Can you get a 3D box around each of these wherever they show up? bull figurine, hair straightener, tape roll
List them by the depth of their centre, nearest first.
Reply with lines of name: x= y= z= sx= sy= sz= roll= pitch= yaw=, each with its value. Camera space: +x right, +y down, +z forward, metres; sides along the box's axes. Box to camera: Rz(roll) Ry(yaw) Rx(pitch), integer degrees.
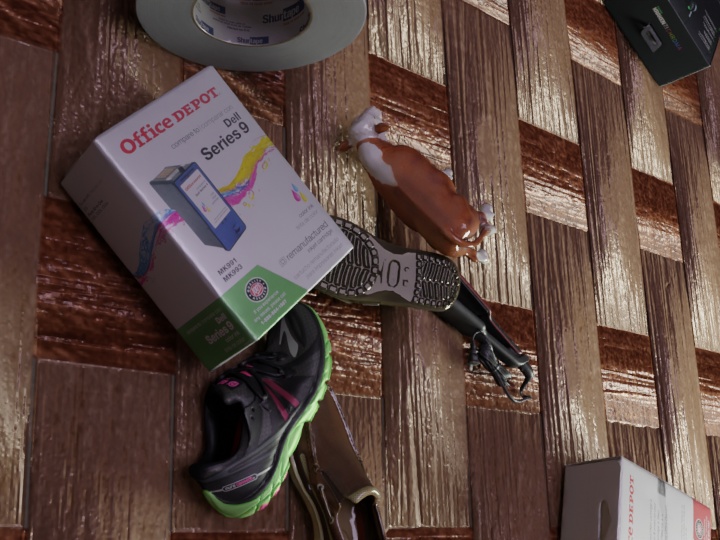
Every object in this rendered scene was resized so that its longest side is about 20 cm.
tape roll: x=-0.094 y=-0.249 z=0.866 sx=0.199 sy=0.199 sz=0.067 roll=12 pitch=68 yaw=-41
bull figurine: x=0.062 y=-0.084 z=1.022 sx=0.121 sy=0.065 sz=0.201 roll=10 pitch=37 yaw=-51
hair straightener: x=0.128 y=0.083 z=1.094 sx=0.200 sy=0.041 sz=0.077 roll=50 pitch=48 yaw=-26

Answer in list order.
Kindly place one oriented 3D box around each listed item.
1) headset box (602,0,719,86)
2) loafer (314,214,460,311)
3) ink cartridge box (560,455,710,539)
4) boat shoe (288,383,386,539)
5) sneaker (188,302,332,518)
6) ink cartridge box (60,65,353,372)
headset box: x=0.475 y=-0.411 z=1.541 sx=0.174 sy=0.092 sz=0.201 roll=47 pitch=50 yaw=-23
loafer: x=0.000 y=0.000 z=0.973 sx=0.198 sy=0.067 sz=0.077 roll=19 pitch=76 yaw=-21
ink cartridge box: x=0.321 y=0.320 z=1.164 sx=0.199 sy=0.082 sz=0.149 roll=32 pitch=56 yaw=-33
boat shoe: x=-0.011 y=0.195 z=0.890 sx=0.074 sy=0.074 sz=0.205 roll=-10 pitch=84 yaw=-45
sneaker: x=-0.084 y=0.105 z=0.849 sx=0.084 sy=0.076 sz=0.202 roll=42 pitch=51 yaw=-31
ink cartridge box: x=-0.125 y=-0.045 z=0.830 sx=0.201 sy=0.087 sz=0.145 roll=51 pitch=49 yaw=-4
